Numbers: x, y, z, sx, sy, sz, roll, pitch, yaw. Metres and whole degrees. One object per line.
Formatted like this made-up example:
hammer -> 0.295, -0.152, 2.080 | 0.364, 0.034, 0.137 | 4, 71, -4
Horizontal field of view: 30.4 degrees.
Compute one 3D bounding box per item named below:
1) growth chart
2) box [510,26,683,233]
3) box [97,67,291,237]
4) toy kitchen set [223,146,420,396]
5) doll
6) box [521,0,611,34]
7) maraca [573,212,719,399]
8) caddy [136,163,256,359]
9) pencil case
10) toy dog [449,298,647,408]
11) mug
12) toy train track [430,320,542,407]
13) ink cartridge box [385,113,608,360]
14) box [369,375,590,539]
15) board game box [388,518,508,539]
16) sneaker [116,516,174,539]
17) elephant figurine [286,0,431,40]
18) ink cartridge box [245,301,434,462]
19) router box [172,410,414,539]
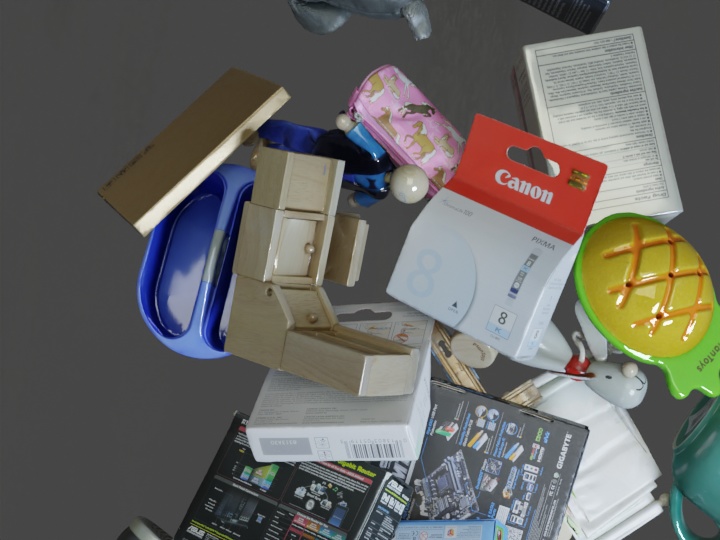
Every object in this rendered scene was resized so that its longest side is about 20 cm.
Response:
growth chart -> 0.229, 0.189, 1.367 | 0.145, 0.018, 0.200 | -23, 82, -4
box -> 0.240, -0.134, 1.372 | 0.128, 0.109, 0.200 | -10, 82, -3
box -> -0.172, -0.125, 1.345 | 0.200, 0.163, 0.021 | -43, 117, -7
toy kitchen set -> 0.000, 0.000, 1.268 | 0.180, 0.163, 0.200 | 15, 97, 39
doll -> -0.021, -0.109, 1.358 | 0.200, 0.136, 0.048 | 16, 56, 23
box -> 0.198, -0.371, 1.410 | 0.200, 0.107, 0.148 | 28, 82, 3
maraca -> 0.289, 0.033, 1.279 | 0.200, 0.107, 0.137 | 47, 71, -1
caddy -> -0.146, -0.007, 1.346 | 0.141, 0.105, 0.200 | 13, 81, 0
pencil case -> 0.069, -0.120, 1.381 | 0.087, 0.083, 0.200 | -43, 85, -8
toy dog -> 0.192, 0.061, 1.324 | 0.200, 0.096, 0.132 | 8, 51, 1
mug -> 0.369, 0.186, 1.302 | 0.114, 0.152, 0.185 | 36, 82, 5
toy train track -> 0.109, 0.116, 1.362 | 0.115, 0.033, 0.200 | -34, 79, 4
ink cartridge box -> 0.129, -0.036, 1.278 | 0.160, 0.047, 0.200 | 27, 103, 32
box -> 0.104, 0.220, 1.315 | 0.198, 0.050, 0.200 | 16, 90, 13
board game box -> 0.053, 0.331, 1.220 | 0.151, 0.037, 0.200 | -6, 60, 28
sneaker -> -0.180, 0.347, 1.314 | 0.200, 0.075, 0.106 | 39, 87, 14
elephant figurine -> -0.038, -0.320, 1.402 | 0.200, 0.155, 0.142 | -11, 124, 8
ink cartridge box -> -0.009, 0.107, 1.303 | 0.161, 0.200, 0.050 | -3, 121, 16
router box -> -0.068, 0.238, 1.279 | 0.200, 0.062, 0.150 | 17, 74, 35
